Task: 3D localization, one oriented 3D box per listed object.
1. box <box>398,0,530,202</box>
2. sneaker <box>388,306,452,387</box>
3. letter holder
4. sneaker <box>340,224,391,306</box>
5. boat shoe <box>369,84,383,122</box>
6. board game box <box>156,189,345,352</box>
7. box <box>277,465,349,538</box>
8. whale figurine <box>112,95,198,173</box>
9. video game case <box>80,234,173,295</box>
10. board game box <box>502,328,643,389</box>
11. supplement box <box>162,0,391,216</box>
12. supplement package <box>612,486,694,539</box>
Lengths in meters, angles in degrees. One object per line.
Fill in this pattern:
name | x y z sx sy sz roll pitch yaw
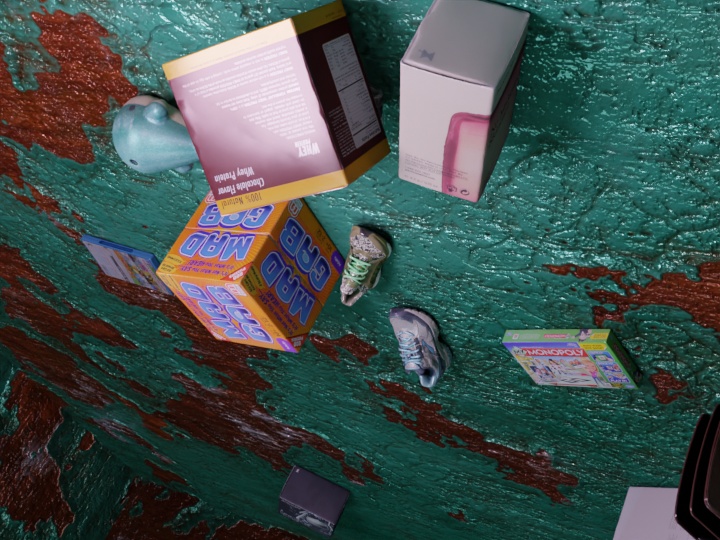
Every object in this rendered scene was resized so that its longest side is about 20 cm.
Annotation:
box | 0.116 -0.198 1.010 0.109 0.128 0.200 20 151 13
sneaker | 0.109 0.145 1.622 0.077 0.087 0.200 0 141 39
letter holder | 0.563 0.309 1.374 0.142 0.201 0.100 40 150 -22
sneaker | 0.000 0.000 1.476 0.077 0.089 0.200 23 151 10
boat shoe | -0.056 -0.249 1.155 0.199 0.072 0.071 22 130 10
board game box | -0.185 -0.005 1.515 0.199 0.200 0.200 5 145 36
box | -0.152 0.746 2.802 0.199 0.124 0.197 24 150 7
whale figurine | -0.309 -0.202 1.400 0.199 0.104 0.159 17 150 18
video game case | -0.533 -0.013 1.997 0.199 0.018 0.143 15 149 23
board game box | 0.357 0.149 1.473 0.199 0.029 0.135 -4 139 45
supplement box | -0.100 -0.198 1.077 0.196 0.133 0.201 -10 109 30
supplement package | 0.629 0.550 1.719 0.147 0.192 0.200 41 150 -22
